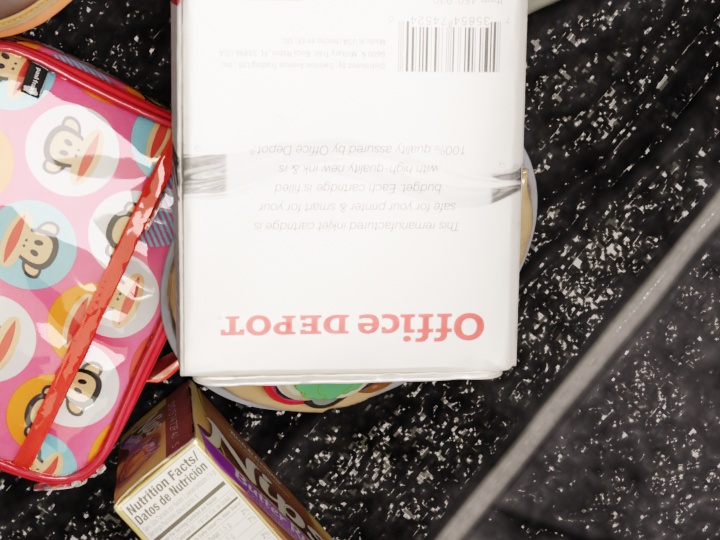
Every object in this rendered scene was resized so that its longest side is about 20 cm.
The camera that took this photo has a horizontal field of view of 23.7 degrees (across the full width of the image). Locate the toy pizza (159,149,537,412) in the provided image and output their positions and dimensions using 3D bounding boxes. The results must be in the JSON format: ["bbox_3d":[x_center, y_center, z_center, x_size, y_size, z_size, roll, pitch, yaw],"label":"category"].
[{"bbox_3d":[0.000,0.000,0.837,0.199,0.032,0.201,-15,134,-16],"label":"toy pizza"}]

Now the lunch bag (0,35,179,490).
[{"bbox_3d":[-0.153,0.000,0.850,0.175,0.082,0.201,24,96,-15],"label":"lunch bag"}]

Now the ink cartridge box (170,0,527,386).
[{"bbox_3d":[-0.008,-0.060,0.731,0.145,0.083,0.202,0,101,-9],"label":"ink cartridge box"}]

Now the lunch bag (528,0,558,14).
[{"bbox_3d":[-0.009,-0.195,0.805,0.163,0.118,0.201,-25,108,0],"label":"lunch bag"}]

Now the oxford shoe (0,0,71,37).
[{"bbox_3d":[-0.185,-0.146,0.775,0.199,0.072,0.073,-27,140,12],"label":"oxford shoe"}]

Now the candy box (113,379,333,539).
[{"bbox_3d":[-0.041,0.157,0.870,0.056,0.117,0.200,-38,102,2],"label":"candy box"}]
